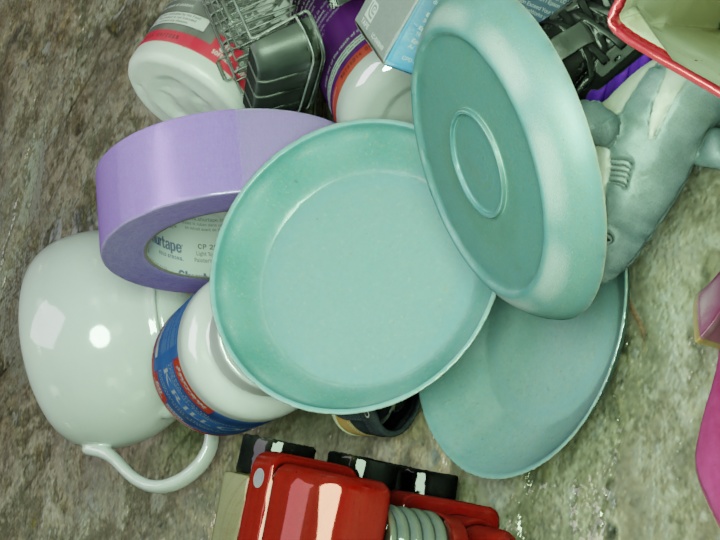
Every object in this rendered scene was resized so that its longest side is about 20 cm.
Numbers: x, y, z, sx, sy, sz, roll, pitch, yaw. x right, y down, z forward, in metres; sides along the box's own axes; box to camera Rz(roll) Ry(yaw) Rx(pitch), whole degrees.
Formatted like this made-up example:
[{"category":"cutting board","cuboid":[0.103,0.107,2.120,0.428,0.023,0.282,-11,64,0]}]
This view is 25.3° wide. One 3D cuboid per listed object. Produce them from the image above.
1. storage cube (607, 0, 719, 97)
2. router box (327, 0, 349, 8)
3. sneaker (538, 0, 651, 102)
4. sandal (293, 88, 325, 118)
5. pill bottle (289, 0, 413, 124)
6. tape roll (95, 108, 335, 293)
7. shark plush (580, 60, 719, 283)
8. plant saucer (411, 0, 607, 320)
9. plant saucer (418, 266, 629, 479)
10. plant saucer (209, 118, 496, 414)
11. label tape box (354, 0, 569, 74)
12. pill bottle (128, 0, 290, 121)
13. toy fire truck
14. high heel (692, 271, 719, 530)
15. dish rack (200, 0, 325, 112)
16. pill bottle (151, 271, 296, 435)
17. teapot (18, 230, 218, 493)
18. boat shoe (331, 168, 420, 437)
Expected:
[{"category":"storage cube","cuboid":[0.242,-0.137,0.679,0.171,0.180,0.200,36,110,20]},{"category":"router box","cuboid":[0.027,-0.270,1.120,0.150,0.200,0.062,44,159,53]},{"category":"sneaker","cuboid":[0.142,-0.133,0.931,0.200,0.099,0.070,-44,70,28]},{"category":"sandal","cuboid":[-0.055,-0.134,1.311,0.080,0.057,0.201,-29,34,26]},{"category":"pill bottle","cuboid":[0.015,-0.168,1.159,0.113,0.112,0.200,-55,37,28]},{"category":"tape roll","cuboid":[-0.093,-0.047,1.180,0.200,0.200,0.066,-31,58,48]},{"category":"shark plush","cuboid":[0.193,-0.080,0.897,0.200,0.091,0.083,-33,67,6]},{"category":"plant saucer","cuboid":[0.075,-0.064,0.909,0.200,0.027,0.201,162,90,-73]},{"category":"plant saucer","cuboid":[0.109,0.033,1.000,0.201,0.039,0.202,-29,54,50]},{"category":"plant saucer","cuboid":[0.000,0.000,1.039,0.199,0.036,0.201,-7,69,19]},{"category":"label tape box","cuboid":[0.110,-0.203,0.999,0.200,0.144,0.063,-59,33,23]},{"category":"pill bottle","cuboid":[-0.089,-0.205,1.271,0.111,0.111,0.200,-9,45,55]},{"category":"toy fire truck","cuboid":[0.027,0.177,0.935,0.200,0.176,0.129,-1,76,56]},{"category":"high heel","cuboid":[0.216,0.061,0.797,0.096,0.067,0.200,125,157,-46]},{"category":"dish rack","cuboid":[-0.092,-0.210,1.131,0.153,0.054,0.200,125,122,-77]},{"category":"pill bottle","cuboid":[-0.084,0.058,1.169,0.200,0.112,0.113,144,134,-71]},{"category":"teapot","cuboid":[-0.184,0.055,1.344,0.146,0.200,0.198,-11,24,15]},{"category":"boat shoe","cuboid":[0.026,0.021,1.102,0.062,0.074,0.201,20,100,56]}]
